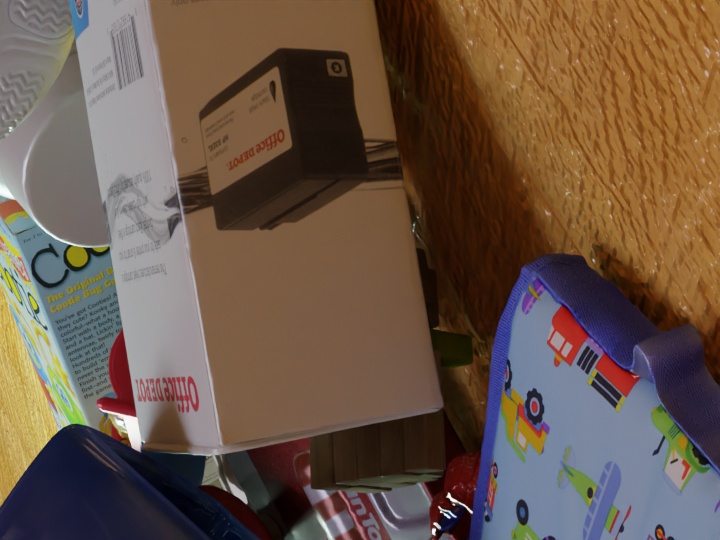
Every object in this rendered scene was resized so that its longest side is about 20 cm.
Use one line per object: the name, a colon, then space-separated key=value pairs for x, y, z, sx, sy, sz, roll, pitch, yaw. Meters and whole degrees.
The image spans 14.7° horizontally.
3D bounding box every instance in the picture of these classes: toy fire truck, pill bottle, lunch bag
toy fire truck: x=0.015 y=0.137 z=1.200 sx=0.168 sy=0.112 sz=0.200 roll=-21 pitch=98 yaw=58
pill bottle: x=-0.156 y=-0.098 z=1.334 sx=0.200 sy=0.114 sz=0.114 roll=48 pitch=160 yaw=47
lunch bag: x=0.092 y=0.099 z=0.882 sx=0.151 sy=0.094 sz=0.200 roll=-129 pitch=27 yaw=-49

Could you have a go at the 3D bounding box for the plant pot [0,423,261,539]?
plant pot: x=-0.068 y=0.195 z=1.005 sx=0.200 sy=0.180 sz=0.200 roll=41 pitch=179 yaw=17

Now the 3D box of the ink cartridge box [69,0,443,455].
ink cartridge box: x=-0.043 y=-0.041 z=0.979 sx=0.145 sy=0.084 sz=0.200 roll=170 pitch=91 yaw=-75

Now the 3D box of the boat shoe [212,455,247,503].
boat shoe: x=-0.058 y=0.042 z=1.360 sx=0.067 sy=0.057 sz=0.200 roll=-21 pitch=94 yaw=36

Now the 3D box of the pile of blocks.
pile of blocks: x=0.000 y=0.000 z=1.098 sx=0.062 sy=0.082 sz=0.200 roll=10 pitch=-132 yaw=-50

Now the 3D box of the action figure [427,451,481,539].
action figure: x=0.054 y=0.113 z=1.063 sx=0.065 sy=0.052 sz=0.200 roll=19 pitch=139 yaw=7

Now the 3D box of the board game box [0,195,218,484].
board game box: x=-0.123 y=0.012 z=1.444 sx=0.103 sy=0.105 sz=0.200 roll=47 pitch=159 yaw=49

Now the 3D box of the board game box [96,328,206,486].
board game box: x=-0.099 y=0.063 z=1.257 sx=0.158 sy=0.039 sz=0.200 roll=-63 pitch=-18 yaw=-67

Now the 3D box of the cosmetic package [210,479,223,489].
cosmetic package: x=-0.068 y=0.176 z=1.557 sx=0.200 sy=0.103 sz=0.073 roll=58 pitch=165 yaw=14

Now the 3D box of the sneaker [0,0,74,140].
sneaker: x=-0.149 y=-0.142 z=1.172 sx=0.114 sy=0.075 sz=0.200 roll=-140 pitch=68 yaw=-78
